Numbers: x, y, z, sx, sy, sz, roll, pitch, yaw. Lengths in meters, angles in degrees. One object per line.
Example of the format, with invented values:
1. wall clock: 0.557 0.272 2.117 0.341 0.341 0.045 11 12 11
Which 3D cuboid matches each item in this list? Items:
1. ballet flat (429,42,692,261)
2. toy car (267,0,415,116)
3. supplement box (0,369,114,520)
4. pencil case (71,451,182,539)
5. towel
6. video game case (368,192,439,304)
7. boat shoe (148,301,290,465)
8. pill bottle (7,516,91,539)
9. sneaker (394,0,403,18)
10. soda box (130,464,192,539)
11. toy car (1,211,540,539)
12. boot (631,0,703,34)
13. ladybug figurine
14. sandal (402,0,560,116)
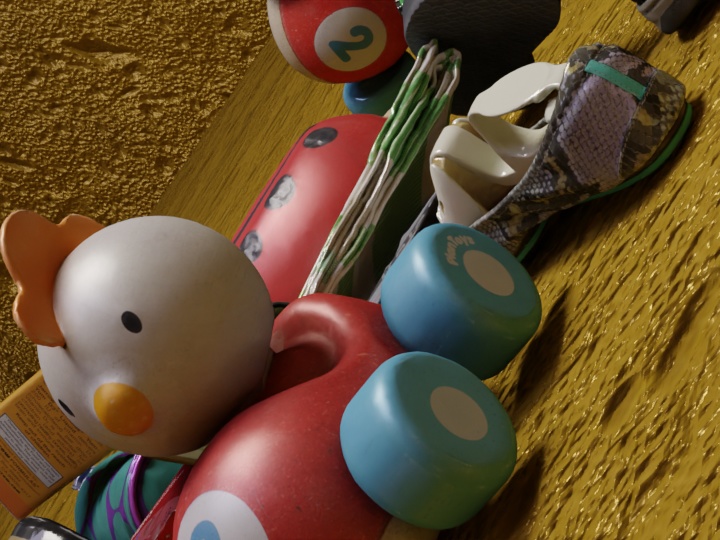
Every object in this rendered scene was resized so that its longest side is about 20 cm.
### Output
1. ballet flat: 0.070 -0.048 0.850 0.072 0.072 0.200 -63 10 -27
2. toy car: 0.046 -0.217 1.356 0.200 0.184 0.177 -3 50 43
3. supplement box: -0.157 0.074 1.146 0.200 0.069 0.067 -39 4 44
4. pencil case: -0.118 0.137 1.169 0.200 0.085 0.093 150 140 -70
5. towel: 0.000 0.000 0.977 0.153 0.023 0.200 96 -161 -67
6. video game case: 0.013 0.009 1.115 0.143 0.018 0.200 -57 10 11
7. boat shoe: -0.073 0.053 1.004 0.200 0.073 0.065 -34 -44 -77
8. pill bottle: -0.196 0.253 1.118 0.200 0.112 0.112 -61 10 -18
9. sneaker: 0.071 -0.167 1.204 0.085 0.078 0.200 -25 32 14
10. soda box: -0.111 0.190 1.004 0.200 0.070 0.063 -54 9 24
11. toy car: -0.064 0.050 0.772 0.184 0.200 0.177 -52 11 33
12. boot: 0.096 -0.194 0.913 0.074 0.154 0.204 -54 11 20
13. ladybug figurine: -0.034 -0.015 1.154 0.200 0.072 0.136 -58 9 -3
14. sandal: 0.058 -0.128 0.990 0.200 0.076 0.043 90 178 -77
